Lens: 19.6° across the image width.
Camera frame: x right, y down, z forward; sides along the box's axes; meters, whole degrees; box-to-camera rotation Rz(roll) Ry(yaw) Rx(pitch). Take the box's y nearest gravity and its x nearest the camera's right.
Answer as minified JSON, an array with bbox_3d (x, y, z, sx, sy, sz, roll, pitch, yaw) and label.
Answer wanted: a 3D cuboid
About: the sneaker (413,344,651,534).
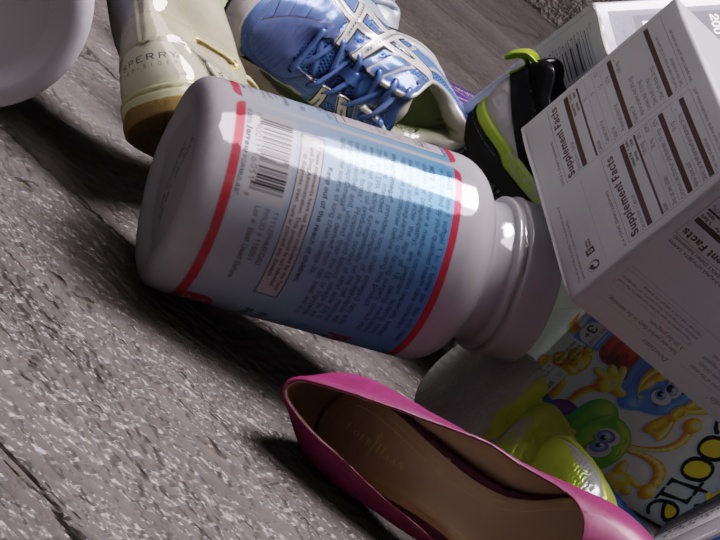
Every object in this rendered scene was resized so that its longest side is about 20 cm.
[{"bbox_3d":[0.091,0.114,1.070,0.105,0.076,0.200,51,6,-28],"label":"sneaker"}]

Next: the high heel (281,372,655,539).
[{"bbox_3d":[0.049,0.106,0.924,0.200,0.068,0.096,23,-7,36],"label":"high heel"}]

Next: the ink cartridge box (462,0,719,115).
[{"bbox_3d":[0.190,-0.121,1.290,0.199,0.198,0.044,-8,79,-23],"label":"ink cartridge box"}]

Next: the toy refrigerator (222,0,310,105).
[{"bbox_3d":[-0.073,-0.115,1.347,0.076,0.070,0.200,24,19,-43],"label":"toy refrigerator"}]

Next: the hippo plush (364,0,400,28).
[{"bbox_3d":[-0.050,-0.172,1.526,0.161,0.159,0.201,-40,120,-58],"label":"hippo plush"}]

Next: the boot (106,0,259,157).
[{"bbox_3d":[-0.096,-0.134,1.162,0.200,0.072,0.155,35,42,-76],"label":"boot"}]

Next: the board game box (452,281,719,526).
[{"bbox_3d":[0.166,0.069,1.259,0.200,0.105,0.103,30,26,-28],"label":"board game box"}]

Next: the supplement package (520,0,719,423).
[{"bbox_3d":[0.196,-0.009,1.061,0.200,0.111,0.156,39,24,-29],"label":"supplement package"}]

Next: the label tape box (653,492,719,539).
[{"bbox_3d":[0.201,0.181,1.011,0.145,0.063,0.200,62,18,5],"label":"label tape box"}]

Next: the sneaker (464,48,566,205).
[{"bbox_3d":[0.145,-0.043,1.177,0.200,0.083,0.072,43,25,0],"label":"sneaker"}]

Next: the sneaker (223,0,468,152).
[{"bbox_3d":[-0.002,-0.128,1.279,0.200,0.076,0.077,20,21,-44],"label":"sneaker"}]

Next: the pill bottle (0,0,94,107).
[{"bbox_3d":[-0.200,-0.169,1.110,0.116,0.116,0.200,33,14,-19],"label":"pill bottle"}]

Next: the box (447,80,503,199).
[{"bbox_3d":[0.091,-0.033,1.422,0.200,0.104,0.148,45,15,27],"label":"box"}]

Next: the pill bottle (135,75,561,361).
[{"bbox_3d":[-0.004,-0.019,1.041,0.199,0.109,0.109,17,20,-17],"label":"pill bottle"}]
